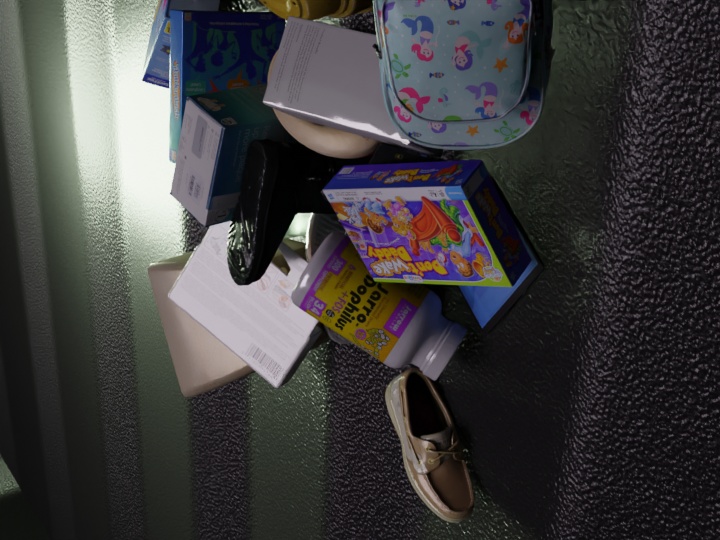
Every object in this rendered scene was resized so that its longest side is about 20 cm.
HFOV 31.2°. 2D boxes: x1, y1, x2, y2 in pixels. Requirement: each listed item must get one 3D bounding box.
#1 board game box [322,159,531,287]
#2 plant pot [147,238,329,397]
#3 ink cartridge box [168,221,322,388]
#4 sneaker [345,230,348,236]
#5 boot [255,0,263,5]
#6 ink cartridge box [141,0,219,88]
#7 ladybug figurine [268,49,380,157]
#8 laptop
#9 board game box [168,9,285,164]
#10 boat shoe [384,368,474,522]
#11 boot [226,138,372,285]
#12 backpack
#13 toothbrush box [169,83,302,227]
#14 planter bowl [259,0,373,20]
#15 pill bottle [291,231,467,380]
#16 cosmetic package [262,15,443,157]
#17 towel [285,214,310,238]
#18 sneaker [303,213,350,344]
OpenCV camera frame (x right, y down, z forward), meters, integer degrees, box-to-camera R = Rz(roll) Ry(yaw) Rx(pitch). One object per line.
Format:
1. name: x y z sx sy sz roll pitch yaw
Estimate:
1. board game box: 0.069 -0.049 1.383 0.199 0.045 0.135 2 132 45
2. plant pot: -0.154 0.053 1.846 0.177 0.200 0.201 -11 96 47
3. ink cartridge box: -0.135 0.026 1.705 0.200 0.045 0.177 39 114 12
4. sneaker: 0.000 0.000 1.634 0.078 0.090 0.201 36 136 48
5. boot: -0.148 -0.445 1.659 0.211 0.079 0.158 31 139 37
6. ink cartridge box: -0.259 -0.352 1.864 0.200 0.076 0.137 127 153 -59
7. ladybug figurine: -0.026 -0.203 1.537 0.200 0.136 0.072 46 -172 30
8. laptop: 0.084 -0.032 1.441 0.177 0.199 0.104 122 161 -57
9. board game box: -0.177 -0.243 1.717 0.045 0.152 0.201 24 115 56
10. boat shoe: 0.089 0.216 1.612 0.201 0.074 0.066 63 156 17
11. boot: -0.070 -0.073 1.613 0.076 0.167 0.201 45 128 50
12. backpack: 0.099 -0.214 1.244 0.151 0.177 0.201 -76 -16 -55
13. toothbrush box: -0.129 -0.153 1.641 0.085 0.199 0.147 41 130 32
14. planter bowl: -0.079 -0.350 1.494 0.200 0.084 0.201 37 162 14
15. pill bottle: 0.024 0.046 1.533 0.200 0.104 0.104 32 144 3
16. cosmetic package: 0.004 -0.202 1.415 0.199 0.085 0.108 20 93 29
17. towel: -0.094 -0.143 1.794 0.152 0.023 0.201 1 106 60
18. sneaker: -0.040 -0.007 1.716 0.079 0.078 0.201 -151 56 -68
